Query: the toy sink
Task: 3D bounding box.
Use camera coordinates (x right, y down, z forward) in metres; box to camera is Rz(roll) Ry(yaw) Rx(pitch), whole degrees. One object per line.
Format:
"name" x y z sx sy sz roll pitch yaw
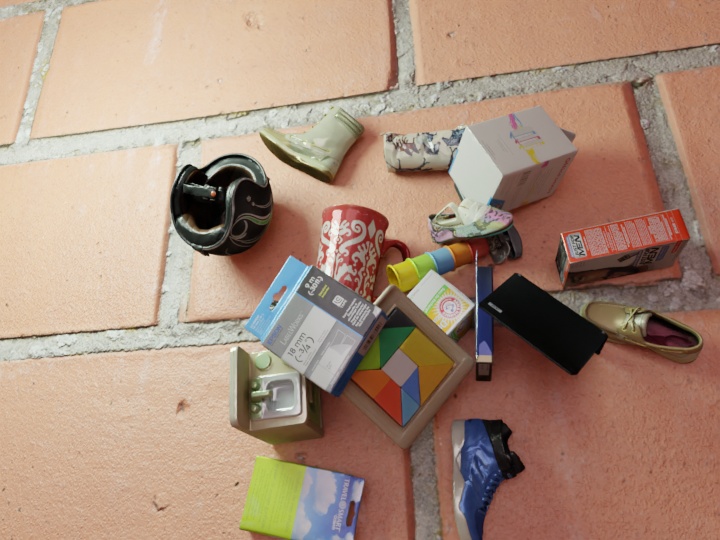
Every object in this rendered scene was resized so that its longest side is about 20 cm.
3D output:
"toy sink" -0.134 0.208 1.030 0.110 0.200 0.132 -10 64 8

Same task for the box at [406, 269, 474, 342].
"box" 0.101 0.116 1.068 0.101 0.113 0.200 40 79 22

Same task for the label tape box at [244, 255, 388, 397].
"label tape box" -0.079 0.076 0.929 0.199 0.063 0.145 31 84 19

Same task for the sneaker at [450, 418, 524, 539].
"sneaker" 0.207 0.336 0.968 0.110 0.077 0.202 -9 58 19

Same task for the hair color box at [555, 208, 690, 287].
"hair color box" 0.451 -0.036 1.061 0.197 0.111 0.065 -11 64 8

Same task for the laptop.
"laptop" 0.297 0.097 0.990 0.177 0.200 0.104 38 84 24

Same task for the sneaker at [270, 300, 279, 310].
"sneaker" -0.132 0.090 1.095 0.103 0.200 0.061 21 73 3

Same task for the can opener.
"can opener" 0.249 -0.104 1.178 0.066 0.053 0.202 -5 60 -26

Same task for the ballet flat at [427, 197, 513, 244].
"ballet flat" 0.188 -0.093 1.108 0.069 0.199 0.072 -40 107 -28

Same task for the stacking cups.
"stacking cups" 0.148 -0.012 1.121 0.198 0.061 0.061 -19 63 -15

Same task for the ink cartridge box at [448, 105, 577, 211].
"ink cartridge box" 0.291 -0.205 1.135 0.198 0.129 0.126 -20 63 -21

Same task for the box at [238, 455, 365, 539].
"box" -0.094 0.394 1.024 0.197 0.048 0.124 6 69 14

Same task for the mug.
"mug" -0.005 -0.004 1.137 0.175 0.134 0.203 5 71 16

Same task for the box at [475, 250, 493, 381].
"box" 0.215 0.078 1.055 0.032 0.121 0.203 -1 66 11

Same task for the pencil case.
"pencil case" 0.137 -0.249 1.239 0.197 0.078 0.091 -2 85 12

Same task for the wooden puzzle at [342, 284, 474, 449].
"wooden puzzle" 0.063 0.154 0.967 0.200 0.037 0.185 43 80 -7

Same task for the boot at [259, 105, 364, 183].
"boot" -0.106 -0.295 1.317 0.199 0.072 0.156 30 76 17

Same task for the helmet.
"helmet" -0.266 -0.132 1.214 0.197 0.190 0.203 4 102 19

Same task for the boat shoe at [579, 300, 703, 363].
"boat shoe" 0.474 0.092 1.024 0.198 0.067 0.075 17 71 18
